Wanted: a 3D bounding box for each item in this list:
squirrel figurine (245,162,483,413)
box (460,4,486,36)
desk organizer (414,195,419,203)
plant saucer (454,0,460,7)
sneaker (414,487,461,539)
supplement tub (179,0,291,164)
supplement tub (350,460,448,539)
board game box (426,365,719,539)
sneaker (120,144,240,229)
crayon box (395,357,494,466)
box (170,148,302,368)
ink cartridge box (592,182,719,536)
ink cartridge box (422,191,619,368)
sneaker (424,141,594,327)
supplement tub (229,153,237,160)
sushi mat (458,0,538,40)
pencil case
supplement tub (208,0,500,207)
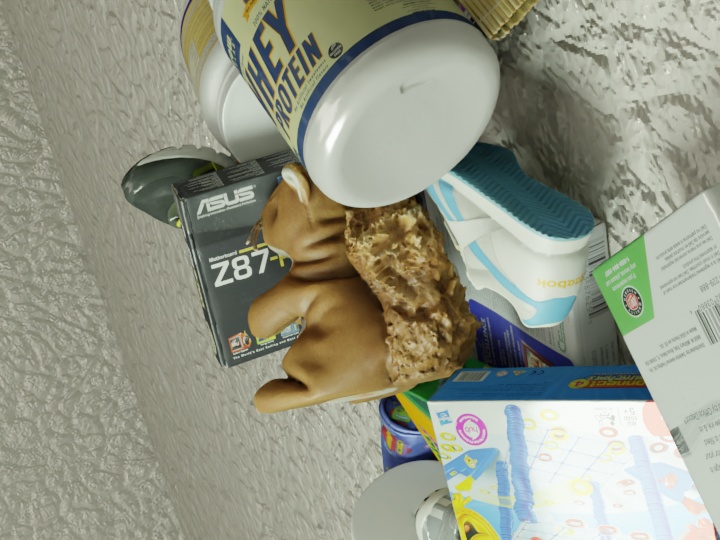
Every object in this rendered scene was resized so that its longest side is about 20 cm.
[{"bbox_3d":[0.000,0.000,0.963,0.198,0.140,0.190,-19,77,41],"label":"squirrel figurine"},{"bbox_3d":[0.048,-0.186,1.000,0.144,0.036,0.202,54,156,36],"label":"box"},{"bbox_3d":[0.023,-0.002,1.173,0.072,0.076,0.203,5,114,67],"label":"desk organizer"},{"bbox_3d":[0.024,-0.210,0.946,0.201,0.032,0.202,52,153,40],"label":"plant saucer"},{"bbox_3d":[0.123,0.276,1.032,0.201,0.075,0.115,54,164,-8],"label":"sneaker"},{"bbox_3d":[-0.082,-0.184,1.124,0.201,0.143,0.147,-115,16,-54],"label":"supplement tub"},{"bbox_3d":[0.076,0.296,1.199,0.132,0.131,0.202,43,160,49],"label":"supplement tub"},{"bbox_3d":[0.163,0.168,0.874,0.197,0.056,0.199,-5,108,34],"label":"board game box"},{"bbox_3d":[-0.115,-0.047,1.101,0.075,0.197,0.086,-49,39,41],"label":"sneaker"},{"bbox_3d":[0.115,0.162,1.043,0.201,0.058,0.118,57,165,-20],"label":"crayon box"},{"bbox_3d":[-0.048,-0.023,1.069,0.049,0.197,0.164,-133,29,-62],"label":"box"},{"bbox_3d":[0.231,0.056,0.694,0.202,0.083,0.146,66,159,9],"label":"ink cartridge box"},{"bbox_3d":[0.130,0.032,0.989,0.200,0.046,0.201,35,142,58],"label":"ink cartridge box"},{"bbox_3d":[0.089,-0.035,0.883,0.200,0.075,0.082,-129,38,-54],"label":"sneaker"},{"bbox_3d":[-0.080,-0.071,1.282,0.124,0.121,0.201,62,164,19],"label":"supplement tub"},{"bbox_3d":[0.070,-0.248,0.823,0.201,0.095,0.012,57,-167,29],"label":"sushi mat"},{"bbox_3d":[0.063,0.196,1.259,0.077,0.087,0.202,24,138,29],"label":"pencil case"},{"bbox_3d":[-0.013,-0.159,0.842,0.201,0.143,0.146,55,155,31],"label":"supplement tub"}]
